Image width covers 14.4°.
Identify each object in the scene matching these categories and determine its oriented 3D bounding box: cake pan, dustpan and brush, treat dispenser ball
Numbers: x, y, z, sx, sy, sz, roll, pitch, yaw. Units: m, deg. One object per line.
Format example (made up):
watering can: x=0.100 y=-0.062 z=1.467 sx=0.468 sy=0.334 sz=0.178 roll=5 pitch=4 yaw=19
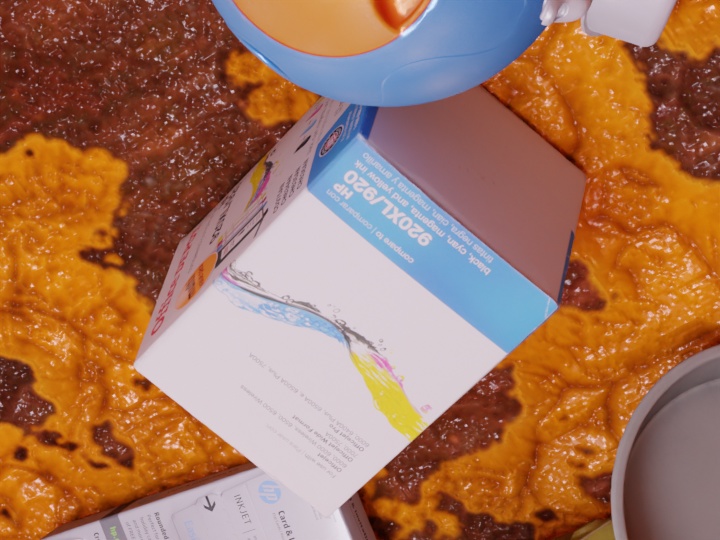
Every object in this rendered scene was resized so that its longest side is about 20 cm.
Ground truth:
cake pan: x=0.229 y=0.139 z=1.589 sx=0.199 sy=0.201 sz=0.037 roll=24 pitch=158 yaw=-5
dustpan and brush: x=0.135 y=-0.155 z=1.412 sx=0.057 sy=0.200 sz=0.140 roll=26 pitch=123 yaw=3
treat dispenser ball: x=0.013 y=-0.182 z=1.413 sx=0.200 sy=0.201 sz=0.202 roll=5 pitch=122 yaw=8

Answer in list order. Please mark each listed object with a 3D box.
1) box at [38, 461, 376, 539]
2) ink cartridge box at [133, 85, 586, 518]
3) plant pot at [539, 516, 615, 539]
box: x=-0.080 y=0.203 z=1.730 sx=0.199 sy=0.041 sz=0.157 roll=-20 pitch=96 yaw=22
ink cartridge box: x=0.000 y=0.000 z=1.557 sx=0.144 sy=0.147 sz=0.200 roll=39 pitch=119 yaw=-13
plant pot: x=0.132 y=0.258 z=1.637 sx=0.201 sy=0.194 sz=0.195 roll=60 pitch=156 yaw=1
